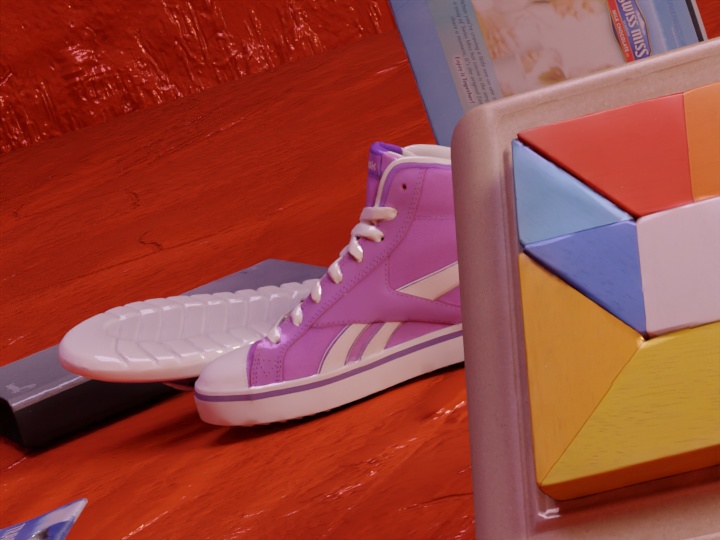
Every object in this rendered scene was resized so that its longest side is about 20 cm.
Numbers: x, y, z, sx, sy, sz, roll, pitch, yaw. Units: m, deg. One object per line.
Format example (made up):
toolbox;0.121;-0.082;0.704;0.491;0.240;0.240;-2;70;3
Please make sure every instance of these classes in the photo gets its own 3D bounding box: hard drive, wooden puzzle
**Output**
hard drive;-0.119;0.046;1.547;0.199;0.033;0.139;-23;10;-16
wooden puzzle;0.115;0.004;0.890;0.199;0.186;0.037;-17;-29;28

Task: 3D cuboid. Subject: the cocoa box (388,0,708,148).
cocoa box;0.108;-0.097;1.376;0.133;0.201;0.131;-16;10;17

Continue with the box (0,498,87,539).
box;-0.199;0.153;1.038;0.199;0.048;0.122;-19;10;6

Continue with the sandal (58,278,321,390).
sandal;-0.055;0.043;1.400;0.201;0.050;0.082;-9;21;-13

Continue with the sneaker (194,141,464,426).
sneaker;0.000;0.000;1.316;0.199;0.115;0.073;-20;10;6
